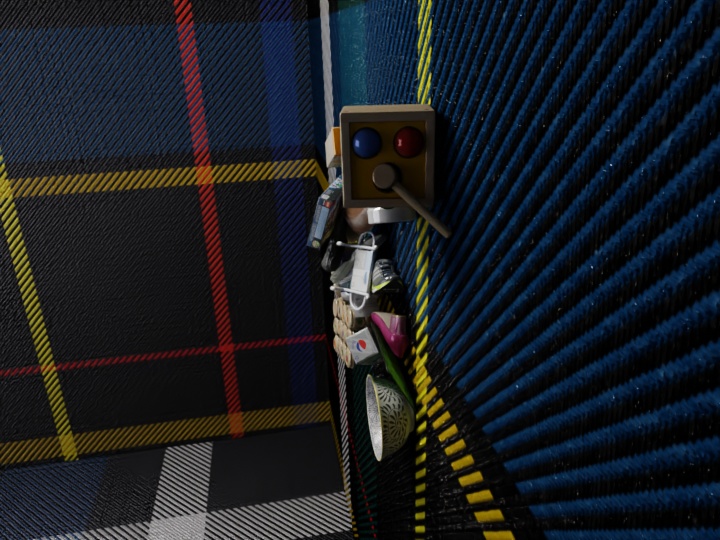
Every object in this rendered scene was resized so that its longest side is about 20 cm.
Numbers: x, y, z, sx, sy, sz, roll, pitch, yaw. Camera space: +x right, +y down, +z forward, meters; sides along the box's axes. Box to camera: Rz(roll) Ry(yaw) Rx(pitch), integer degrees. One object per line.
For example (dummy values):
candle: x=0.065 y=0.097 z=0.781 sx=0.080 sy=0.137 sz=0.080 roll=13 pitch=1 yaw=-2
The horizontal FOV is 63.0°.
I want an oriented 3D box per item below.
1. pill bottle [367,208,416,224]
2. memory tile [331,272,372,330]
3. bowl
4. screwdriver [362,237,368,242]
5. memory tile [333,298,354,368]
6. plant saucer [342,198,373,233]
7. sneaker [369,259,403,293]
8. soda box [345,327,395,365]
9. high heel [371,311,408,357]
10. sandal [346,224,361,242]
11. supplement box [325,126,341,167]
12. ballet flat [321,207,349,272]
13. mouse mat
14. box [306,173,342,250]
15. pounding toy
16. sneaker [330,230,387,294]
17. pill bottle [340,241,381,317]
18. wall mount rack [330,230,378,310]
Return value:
pill bottle: x=0.056 y=-0.196 z=1.149 sx=0.114 sy=0.112 sz=0.203 roll=-158 pitch=63 yaw=-80
memory tile: x=-0.017 y=0.074 z=1.717 sx=0.017 sy=0.152 sz=0.203 roll=-17 pitch=78 yaw=42
bowl: x=0.075 y=0.347 z=1.412 sx=0.201 sy=0.093 sz=0.204 roll=175 pitch=90 yaw=-81
screwdriver: x=0.006 y=-0.049 z=1.832 sx=0.200 sy=0.029 sz=0.028 roll=114 pitch=150 yaw=-63
memory tile: x=-0.046 y=0.161 z=1.550 sx=0.200 sy=0.017 sz=0.156 roll=-153 pitch=64 yaw=-74
plant saucer: x=0.006 y=-0.194 z=1.449 sx=0.200 sy=0.036 sz=0.203 roll=-29 pitch=55 yaw=51
sneaker: x=0.057 y=0.014 z=1.419 sx=0.200 sy=0.073 sz=0.082 roll=179 pitch=89 yaw=-80
soda box: x=0.028 y=0.190 z=1.451 sx=0.069 sy=0.063 sz=0.200 roll=65 pitch=-171 yaw=15
high heel: x=0.069 y=0.153 z=1.435 sx=0.200 sy=0.066 sz=0.097 roll=180 pitch=94 yaw=-69
sandal: x=0.034 y=-0.162 z=1.511 sx=0.078 sy=0.069 sz=0.214 roll=47 pitch=123 yaw=48
supplement box: x=-0.023 y=-0.327 z=1.555 sx=0.200 sy=0.124 sz=0.075 roll=-176 pitch=79 yaw=-81
ballet flat: x=-0.060 y=-0.094 z=1.572 sx=0.056 sy=0.066 sz=0.202 roll=21 pitch=90 yaw=46
mouse mat: x=0.077 y=0.225 z=1.376 sx=0.162 sy=0.007 sz=0.201 roll=58 pitch=-175 yaw=-31
box: x=-0.077 y=-0.158 z=1.542 sx=0.200 sy=0.037 sz=0.138 roll=-59 pitch=-12 yaw=-59
pounding toy: x=0.060 y=-0.170 z=0.996 sx=0.142 sy=0.181 sz=0.203 roll=-84 pitch=-7 yaw=-69
sneaker: x=0.013 y=-0.019 z=1.535 sx=0.200 sy=0.086 sz=0.078 roll=-47 pitch=-3 yaw=24
pill bottle: x=0.001 y=0.027 z=1.635 sx=0.120 sy=0.118 sz=0.203 roll=157 pitch=107 yaw=-81
wall mount rack: x=0.000 y=0.000 z=1.420 sx=0.173 sy=0.074 sz=0.203 roll=10 pitch=92 yaw=51
